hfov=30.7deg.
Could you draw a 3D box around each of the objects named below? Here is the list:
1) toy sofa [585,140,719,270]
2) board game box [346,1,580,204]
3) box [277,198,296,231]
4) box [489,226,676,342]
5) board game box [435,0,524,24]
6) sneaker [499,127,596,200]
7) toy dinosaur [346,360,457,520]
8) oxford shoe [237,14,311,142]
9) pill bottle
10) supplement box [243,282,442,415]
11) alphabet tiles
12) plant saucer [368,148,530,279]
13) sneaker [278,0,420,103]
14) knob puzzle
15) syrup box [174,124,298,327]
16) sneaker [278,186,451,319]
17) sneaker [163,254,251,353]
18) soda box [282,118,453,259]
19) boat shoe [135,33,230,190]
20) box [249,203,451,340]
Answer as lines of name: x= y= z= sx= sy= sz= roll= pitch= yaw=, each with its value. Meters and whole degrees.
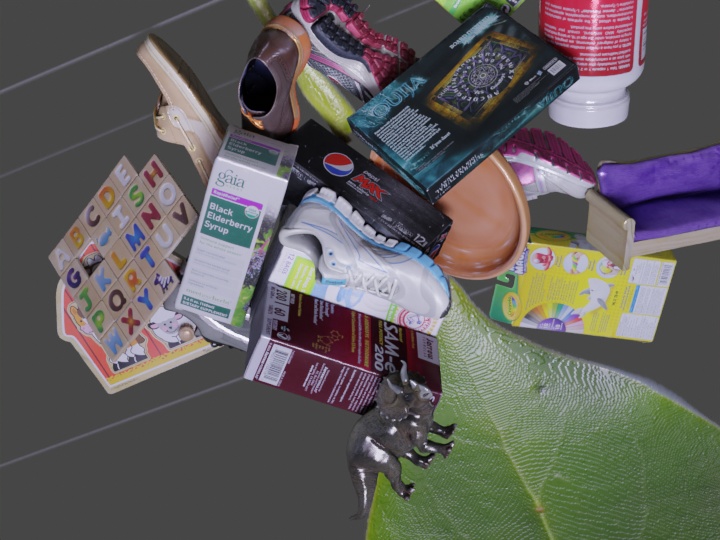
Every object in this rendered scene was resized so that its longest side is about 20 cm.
toy sofa: x=0.352 y=-0.074 z=1.437 sx=0.200 sy=0.083 sz=0.098 roll=-11 pitch=122 yaw=-19
board game box: x=0.102 y=-0.173 z=1.326 sx=0.200 sy=0.135 sz=0.028 roll=-40 pitch=146 yaw=-8
box: x=0.001 y=-0.012 z=1.530 sx=0.200 sy=0.038 sz=0.137 roll=7 pitch=118 yaw=-4
box: x=0.257 y=0.016 z=1.543 sx=0.200 sy=0.048 sz=0.117 roll=7 pitch=119 yaw=-7
board game box: x=0.088 y=-0.336 z=1.361 sx=0.200 sy=0.030 sz=0.096 roll=37 pitch=112 yaw=-21
sneaker: x=0.161 y=-0.110 z=1.461 sx=0.200 sy=0.081 sz=0.088 roll=15 pitch=122 yaw=-1
toy dinosaur: x=0.033 y=0.171 z=1.341 sx=0.102 sy=0.077 sz=0.200 roll=34 pitch=122 yaw=-5
oxford shoe: x=-0.107 y=-0.178 z=1.389 sx=0.071 sy=0.073 sz=0.200 roll=29 pitch=144 yaw=11
pill bottle: x=0.240 y=-0.255 z=1.357 sx=0.112 sy=0.112 sz=0.200 roll=-2 pitch=118 yaw=1
supplement box: x=-0.017 y=0.092 z=1.387 sx=0.200 sy=0.109 sz=0.061 roll=19 pitch=119 yaw=-11
alphabet tiles: x=-0.261 y=-0.025 z=1.471 sx=0.200 sy=0.167 sz=0.008 roll=-49 pitch=151 yaw=22
plant saucer: x=0.099 y=-0.082 z=1.409 sx=0.200 sy=0.037 sz=0.200 roll=25 pitch=137 yaw=25
sneaker: x=-0.003 y=-0.224 z=1.402 sx=0.075 sy=0.081 sz=0.200 roll=-15 pitch=132 yaw=46
knob puzzle: x=-0.276 y=0.044 z=1.564 sx=0.219 sy=0.030 sz=0.220 roll=0 pitch=118 yaw=0
syrup box: x=-0.133 y=-0.046 z=1.402 sx=0.079 sy=0.081 sz=0.200 roll=18 pitch=124 yaw=-5
sneaker: x=0.000 y=0.000 z=1.360 sx=0.200 sy=0.087 sz=0.075 roll=33 pitch=140 yaw=14
sneaker: x=-0.143 y=0.065 z=1.547 sx=0.200 sy=0.074 sz=0.079 roll=38 pitch=104 yaw=-16
soda box: x=-0.003 y=-0.075 z=1.423 sx=0.200 sy=0.071 sz=0.063 roll=37 pitch=142 yaw=12
boat shoe: x=-0.191 y=-0.162 z=1.427 sx=0.069 sy=0.074 sz=0.200 roll=-30 pitch=115 yaw=8
box: x=-0.010 y=0.024 z=1.469 sx=0.200 sy=0.101 sz=0.113 roll=20 pitch=118 yaw=-11
